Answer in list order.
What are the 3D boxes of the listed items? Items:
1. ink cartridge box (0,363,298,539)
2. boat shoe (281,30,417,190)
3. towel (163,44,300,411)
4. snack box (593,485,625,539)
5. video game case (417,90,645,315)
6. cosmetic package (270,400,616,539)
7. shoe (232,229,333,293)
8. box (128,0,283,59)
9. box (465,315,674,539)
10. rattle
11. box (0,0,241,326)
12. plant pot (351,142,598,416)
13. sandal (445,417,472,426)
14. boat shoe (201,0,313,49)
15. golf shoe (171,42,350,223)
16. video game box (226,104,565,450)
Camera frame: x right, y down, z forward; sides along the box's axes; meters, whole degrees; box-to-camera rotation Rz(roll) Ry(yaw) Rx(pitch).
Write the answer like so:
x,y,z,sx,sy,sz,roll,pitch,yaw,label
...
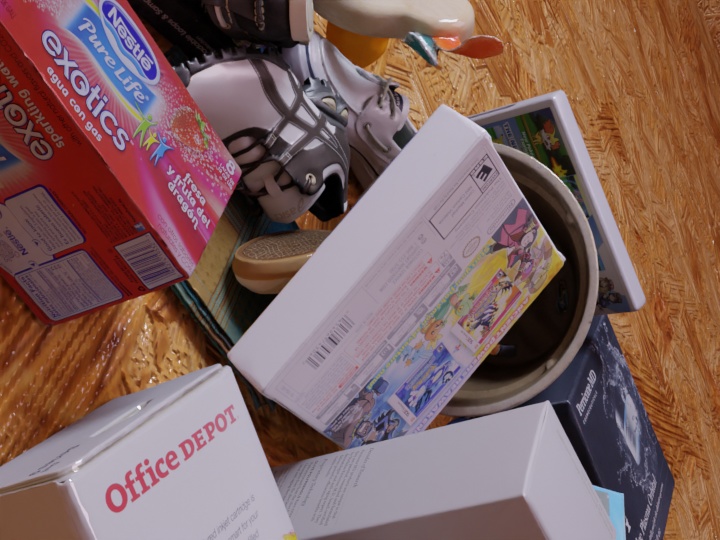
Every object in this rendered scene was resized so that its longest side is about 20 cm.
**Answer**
x,y,z,sx,sy,sz,roll,pitch,yaw,label
-0.091,0.165,0.552,0.145,0.087,0.202,-34,106,-63,ink cartridge box
0.006,-0.128,0.904,0.200,0.066,0.074,46,37,-57,boat shoe
-0.091,-0.028,0.743,0.201,0.022,0.147,57,30,-26,towel
0.134,0.255,0.835,0.037,0.201,0.117,16,47,-9,snack box
0.143,-0.047,1.030,0.022,0.181,0.202,-35,107,-39,video game case
0.036,0.161,0.672,0.108,0.198,0.085,61,29,-22,cosmetic package
0.000,0.000,0.769,0.199,0.070,0.054,-9,104,-42,shoe
-0.120,-0.220,0.788,0.200,0.036,0.144,37,44,-48,box
0.194,0.174,1.061,0.202,0.116,0.197,65,28,-12,box
0.027,-0.164,0.873,0.129,0.144,0.200,-8,45,-40,rattle
-0.158,-0.084,0.558,0.201,0.099,0.096,56,31,-28,box
0.099,0.013,0.925,0.183,0.198,0.203,16,59,-72,plant pot
0.093,0.143,0.860,0.087,0.079,0.200,51,-9,-6,sandal
-0.062,-0.177,0.735,0.200,0.067,0.073,-96,-177,-78,boat shoe
-0.059,-0.081,0.730,0.199,0.077,0.096,7,68,-59,golf shoe
0.033,0.021,0.738,0.047,0.200,0.182,38,-4,37,video game box
